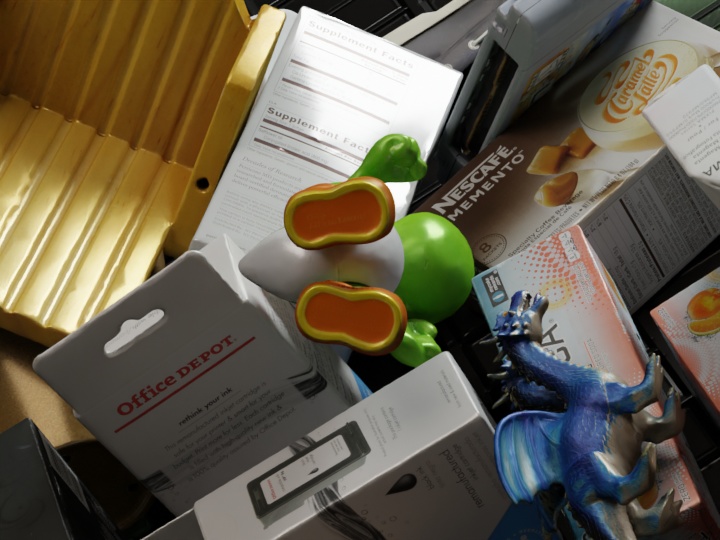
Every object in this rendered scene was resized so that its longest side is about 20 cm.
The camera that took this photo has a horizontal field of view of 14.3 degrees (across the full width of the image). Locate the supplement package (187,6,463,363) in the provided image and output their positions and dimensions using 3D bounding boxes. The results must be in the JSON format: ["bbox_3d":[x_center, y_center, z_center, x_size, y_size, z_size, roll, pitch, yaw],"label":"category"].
[{"bbox_3d":[-0.029,-0.038,1.714,0.109,0.114,0.201,23,51,0],"label":"supplement package"}]

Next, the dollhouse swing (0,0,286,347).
[{"bbox_3d":[-0.176,-0.087,1.640,0.176,0.199,0.182,-66,-1,-63],"label":"dollhouse swing"}]

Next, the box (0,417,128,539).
[{"bbox_3d":[-0.217,0.210,1.572,0.199,0.149,0.124,-32,36,2],"label":"box"}]

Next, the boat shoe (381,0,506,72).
[{"bbox_3d":[0.089,-0.151,1.855,0.199,0.073,0.063,-30,78,-4],"label":"boat shoe"}]

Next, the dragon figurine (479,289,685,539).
[{"bbox_3d":[0.102,0.097,1.393,0.099,0.059,0.201,-11,52,21],"label":"dragon figurine"}]

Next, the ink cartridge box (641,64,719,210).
[{"bbox_3d":[0.232,0.000,1.450,0.057,0.163,0.200,-37,34,13],"label":"ink cartridge box"}]

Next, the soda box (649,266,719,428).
[{"bbox_3d":[0.221,0.074,1.461,0.068,0.064,0.200,-32,36,2],"label":"soda box"}]

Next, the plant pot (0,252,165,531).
[{"bbox_3d":[-0.189,0.062,1.720,0.186,0.187,0.200,-28,47,7],"label":"plant pot"}]

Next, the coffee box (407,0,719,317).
[{"bbox_3d":[0.144,-0.051,1.654,0.200,0.080,0.114,-41,36,-10],"label":"coffee box"}]

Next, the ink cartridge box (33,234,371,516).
[{"bbox_3d":[-0.080,0.064,1.568,0.116,0.200,0.068,-34,35,10],"label":"ink cartridge box"}]

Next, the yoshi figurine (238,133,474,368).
[{"bbox_3d":[0.015,-0.005,1.516,0.112,0.112,0.200,-47,-1,3],"label":"yoshi figurine"}]

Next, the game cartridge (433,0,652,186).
[{"bbox_3d":[0.115,-0.131,1.692,0.133,0.200,0.042,-34,74,-24],"label":"game cartridge"}]

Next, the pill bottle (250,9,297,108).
[{"bbox_3d":[-0.125,-0.104,1.898,0.199,0.117,0.117,-13,40,26],"label":"pill bottle"}]

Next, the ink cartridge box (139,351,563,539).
[{"bbox_3d":[-0.006,0.147,1.508,0.199,0.116,0.068,-32,34,4],"label":"ink cartridge box"}]

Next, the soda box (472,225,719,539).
[{"bbox_3d":[0.125,0.076,1.490,0.068,0.064,0.201,-27,48,8],"label":"soda box"}]
